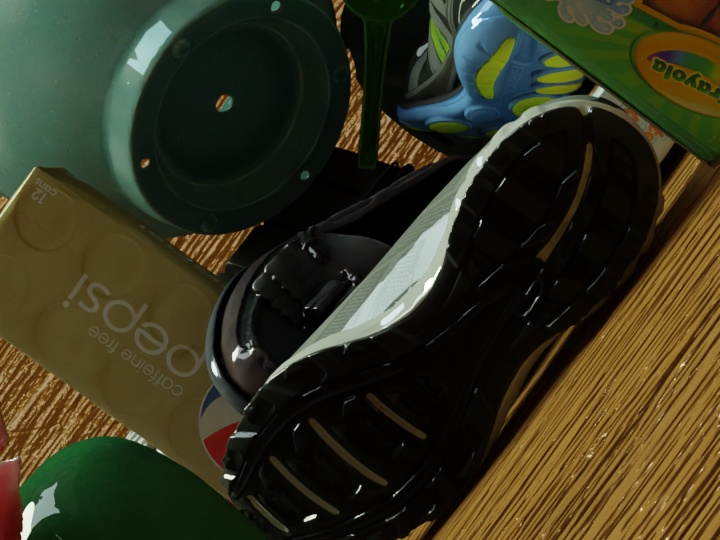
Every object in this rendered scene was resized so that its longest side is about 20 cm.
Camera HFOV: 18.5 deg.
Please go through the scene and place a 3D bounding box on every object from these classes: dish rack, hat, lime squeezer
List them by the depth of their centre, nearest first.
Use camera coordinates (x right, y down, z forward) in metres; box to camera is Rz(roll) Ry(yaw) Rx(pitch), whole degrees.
[{"bbox_3d":[-0.099,0.072,0.672,0.200,0.176,0.166,-45,-16,27],"label":"hat"},{"bbox_3d":[0.007,-0.120,0.945,0.200,0.038,0.071,103,-176,-66],"label":"lime squeezer"},{"bbox_3d":[-0.043,0.043,1.100,0.153,0.055,0.200,-52,-17,-40],"label":"dish rack"}]

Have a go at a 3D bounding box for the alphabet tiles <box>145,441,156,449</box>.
[{"bbox_3d":[-0.112,0.173,1.087,0.200,0.006,0.166,-92,9,-57],"label":"alphabet tiles"}]

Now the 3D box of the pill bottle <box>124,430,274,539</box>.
[{"bbox_3d":[-0.095,0.138,1.282,0.200,0.116,0.116,-54,1,-19],"label":"pill bottle"}]

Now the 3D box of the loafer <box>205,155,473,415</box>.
[{"bbox_3d":[0.000,0.000,0.887,0.063,0.072,0.200,-52,-4,28],"label":"loafer"}]

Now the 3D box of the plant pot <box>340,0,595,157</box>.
[{"bbox_3d":[0.095,-0.163,1.077,0.196,0.200,0.200,-64,6,-29],"label":"plant pot"}]

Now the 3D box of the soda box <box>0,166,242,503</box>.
[{"bbox_3d":[-0.067,0.039,0.911,0.068,0.200,0.064,-54,1,3],"label":"soda box"}]

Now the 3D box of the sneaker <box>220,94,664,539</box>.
[{"bbox_3d":[0.030,0.020,0.762,0.200,0.074,0.079,-47,5,17],"label":"sneaker"}]

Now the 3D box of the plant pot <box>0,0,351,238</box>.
[{"bbox_3d":[-0.089,-0.095,1.025,0.200,0.134,0.200,-20,-53,-29],"label":"plant pot"}]

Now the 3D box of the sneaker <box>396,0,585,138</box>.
[{"bbox_3d":[0.060,-0.102,0.929,0.200,0.071,0.083,122,154,-77],"label":"sneaker"}]

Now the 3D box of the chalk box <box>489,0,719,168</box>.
[{"bbox_3d":[0.110,-0.130,0.702,0.200,0.125,0.124,-55,0,40],"label":"chalk box"}]

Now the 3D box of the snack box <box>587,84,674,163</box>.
[{"bbox_3d":[0.084,-0.029,0.869,0.200,0.037,0.116,-54,-1,-12],"label":"snack box"}]
